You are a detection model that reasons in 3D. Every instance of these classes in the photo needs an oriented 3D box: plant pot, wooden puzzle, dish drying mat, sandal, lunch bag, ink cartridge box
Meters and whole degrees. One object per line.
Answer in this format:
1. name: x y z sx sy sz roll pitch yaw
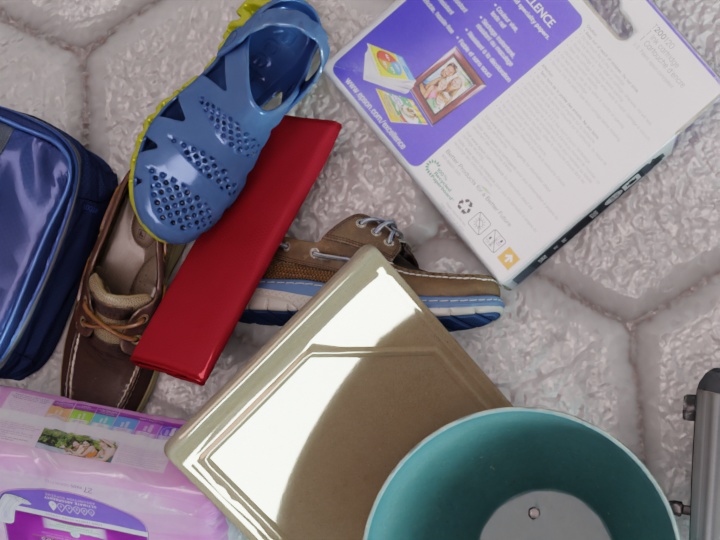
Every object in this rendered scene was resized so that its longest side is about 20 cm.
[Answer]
1. plant pot: 0.111 0.189 1.425 0.199 0.135 0.201 -1 85 12
2. wooden puzzle: -0.009 0.105 1.437 0.185 0.200 0.037 -45 34 -6
3. dish drying mat: -0.082 -0.017 1.499 0.077 0.018 0.200 11 67 48
4. sandal: -0.084 -0.107 1.485 0.079 0.087 0.200 33 79 -20
5. lunch bag: -0.268 -0.016 1.521 0.136 0.132 0.200 22 90 13
6. ink cartridge box: 0.110 -0.125 1.494 0.200 0.043 0.198 -41 79 8

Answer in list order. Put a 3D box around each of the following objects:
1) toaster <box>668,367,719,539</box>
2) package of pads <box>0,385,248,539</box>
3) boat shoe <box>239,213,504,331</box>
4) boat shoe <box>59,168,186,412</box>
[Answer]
1. toaster: 0.295 0.137 1.404 0.199 0.114 0.130 9 92 10
2. package of pads: -0.170 0.151 1.494 0.199 0.076 0.121 9 131 13
3. boat shoe: 0.000 0.000 1.491 0.199 0.072 0.073 3 79 17
4. boat shoe: -0.167 0.021 1.527 0.072 0.072 0.201 19 90 13
